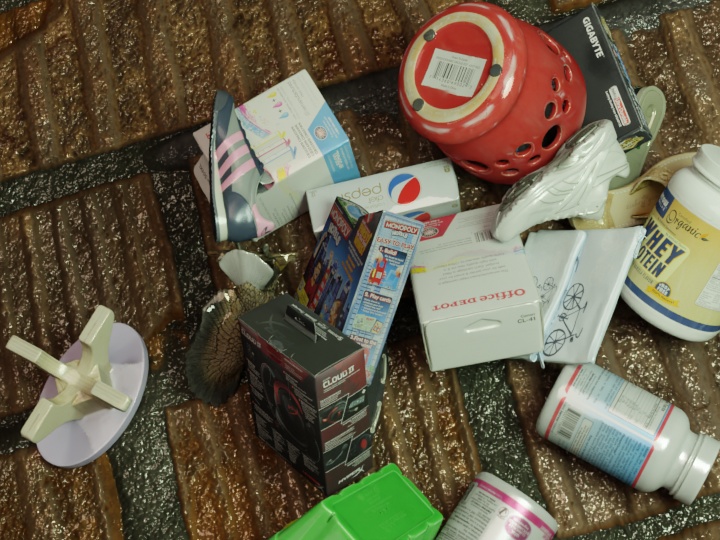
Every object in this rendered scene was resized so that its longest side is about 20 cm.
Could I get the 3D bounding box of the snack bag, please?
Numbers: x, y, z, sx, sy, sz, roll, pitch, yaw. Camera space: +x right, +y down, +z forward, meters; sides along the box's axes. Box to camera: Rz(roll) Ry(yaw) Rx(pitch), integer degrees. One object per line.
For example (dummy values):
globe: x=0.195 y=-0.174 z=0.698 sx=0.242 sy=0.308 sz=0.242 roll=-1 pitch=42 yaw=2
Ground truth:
snack bag: x=0.245 y=0.030 z=1.393 sx=0.021 sy=0.199 sz=0.190 roll=33 pitch=74 yaw=-28

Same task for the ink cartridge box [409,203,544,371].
ink cartridge box: x=0.136 y=0.018 z=1.403 sx=0.146 sy=0.086 sz=0.201 roll=-11 pitch=40 yaw=3

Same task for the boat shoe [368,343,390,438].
boat shoe: x=0.007 y=0.122 z=1.442 sx=0.060 sy=0.074 sz=0.202 roll=31 pitch=52 yaw=-27

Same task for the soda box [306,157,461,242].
soda box: x=0.032 y=-0.088 z=1.507 sx=0.197 sy=0.068 sz=0.064 roll=-13 pitch=69 yaw=3

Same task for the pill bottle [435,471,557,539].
pill bottle: x=0.132 y=0.348 z=1.317 sx=0.113 sy=0.114 sz=0.201 roll=32 pitch=78 yaw=17

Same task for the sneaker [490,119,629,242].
sneaker: x=0.250 y=-0.089 z=1.380 sx=0.199 sy=0.078 sz=0.100 roll=-39 pitch=102 yaw=-1

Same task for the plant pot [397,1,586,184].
plant pot: x=0.159 y=-0.228 z=1.418 sx=0.198 sy=0.182 sz=0.203 roll=-10 pitch=71 yaw=31

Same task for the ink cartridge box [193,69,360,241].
ink cartridge box: x=-0.120 y=-0.145 z=1.518 sx=0.199 sy=0.125 sz=0.129 roll=-30 pitch=70 yaw=-4

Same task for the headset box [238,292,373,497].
headset box: x=-0.063 y=0.133 z=1.301 sx=0.075 sy=0.202 sz=0.148 roll=-28 pitch=40 yaw=-30

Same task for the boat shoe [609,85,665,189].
boat shoe: x=0.333 y=-0.151 z=1.500 sx=0.067 sy=0.072 sz=0.202 roll=18 pitch=78 yaw=51

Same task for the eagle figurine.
eagle figurine: x=-0.132 y=0.071 z=1.439 sx=0.149 sy=0.151 sz=0.203 roll=13 pitch=76 yaw=-29

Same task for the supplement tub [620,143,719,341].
supplement tub: x=0.409 y=-0.033 z=1.354 sx=0.144 sy=0.144 sz=0.201 roll=34 pitch=116 yaw=17

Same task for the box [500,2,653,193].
box: x=0.256 y=-0.215 z=1.487 sx=0.197 sy=0.050 sz=0.202 roll=-27 pitch=64 yaw=27

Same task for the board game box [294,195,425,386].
board game box: x=0.000 y=0.000 z=1.393 sx=0.061 sy=0.200 sz=0.201 roll=16 pitch=112 yaw=-24

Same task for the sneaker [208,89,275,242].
sneaker: x=-0.149 y=-0.131 z=1.424 sx=0.081 sy=0.070 sz=0.203 roll=-1 pitch=74 yaw=-10

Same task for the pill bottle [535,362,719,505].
pill bottle: x=0.317 y=0.192 z=1.348 sx=0.199 sy=0.109 sz=0.109 roll=29 pitch=77 yaw=16

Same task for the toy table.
toy table: x=-0.358 y=0.148 z=1.454 sx=0.182 sy=0.117 sz=0.202 roll=13 pitch=72 yaw=12

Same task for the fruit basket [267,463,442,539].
fruit basket: x=-0.028 y=0.336 z=1.325 sx=0.215 sy=0.216 sz=0.155 roll=-43 pitch=71 yaw=-8

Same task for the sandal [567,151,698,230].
sandal: x=0.371 y=-0.088 z=1.437 sx=0.209 sy=0.070 sz=0.078 roll=-18 pitch=109 yaw=-7
